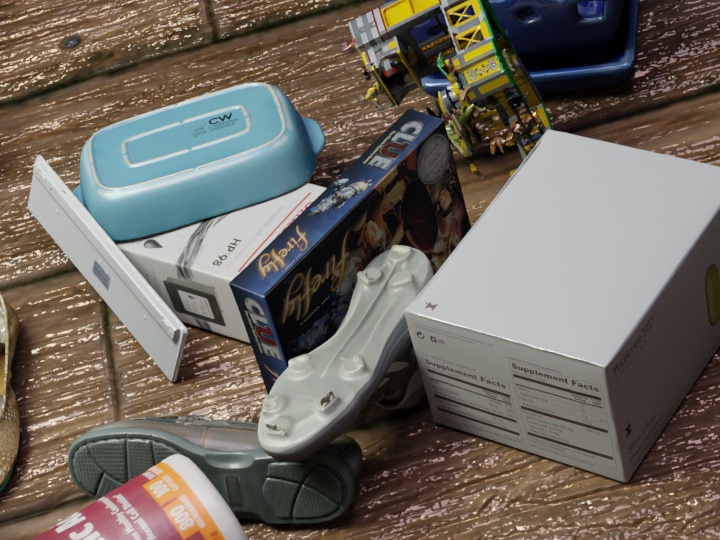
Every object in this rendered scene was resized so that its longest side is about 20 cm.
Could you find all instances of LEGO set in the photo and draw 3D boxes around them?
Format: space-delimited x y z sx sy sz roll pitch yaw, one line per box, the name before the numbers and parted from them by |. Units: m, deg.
LEGO set | 0.067 -0.116 1.691 0.116 0.200 0.154 -25 55 11

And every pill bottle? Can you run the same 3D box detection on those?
pill bottle | -0.169 0.212 1.446 0.200 0.114 0.114 -31 42 -17

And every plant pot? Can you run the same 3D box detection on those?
plant pot | 0.125 -0.250 1.820 0.200 0.180 0.200 -5 42 14

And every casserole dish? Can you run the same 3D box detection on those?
casserole dish | -0.126 -0.087 1.727 0.200 0.039 0.121 -16 39 -3

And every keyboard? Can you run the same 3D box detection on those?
keyboard | -0.188 -0.002 1.698 0.011 0.056 0.200 -25 57 -29

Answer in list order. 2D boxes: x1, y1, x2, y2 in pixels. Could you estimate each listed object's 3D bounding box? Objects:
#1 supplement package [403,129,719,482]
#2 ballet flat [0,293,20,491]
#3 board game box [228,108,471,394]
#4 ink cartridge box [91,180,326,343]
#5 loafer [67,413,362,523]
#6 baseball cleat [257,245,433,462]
supplement package | 0.153 0.019 1.560 0.156 0.111 0.200 15 50 32
ballet flat | -0.284 0.080 1.672 0.070 0.065 0.200 -14 41 2
board game box | 0.000 0.000 1.614 0.035 0.136 0.200 21 54 36
ink cartridge box | -0.084 -0.013 1.708 0.200 0.067 0.116 15 49 32
loafer | -0.096 0.132 1.561 0.200 0.072 0.063 5 25 13
baseball cleat | 0.004 0.075 1.548 0.070 0.107 0.200 11 47 34
